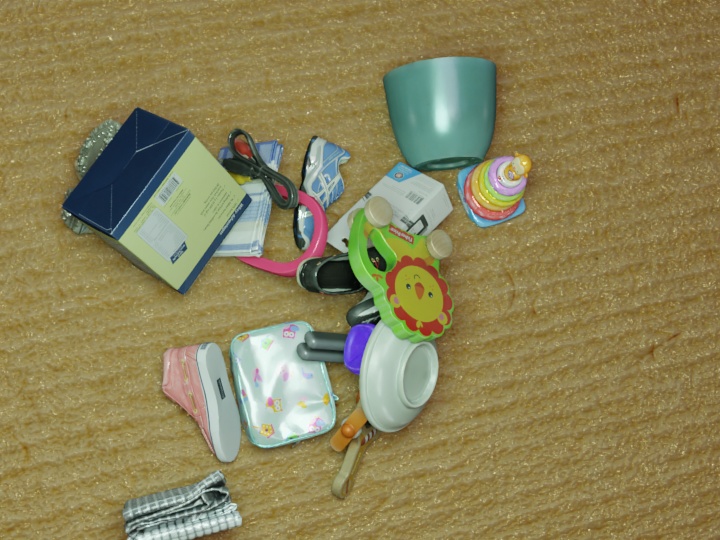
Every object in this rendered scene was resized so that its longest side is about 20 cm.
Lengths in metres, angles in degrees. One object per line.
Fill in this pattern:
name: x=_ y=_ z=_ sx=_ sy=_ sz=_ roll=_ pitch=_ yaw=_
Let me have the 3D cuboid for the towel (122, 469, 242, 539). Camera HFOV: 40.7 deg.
towel: x=-0.274 y=0.364 z=1.470 sx=0.165 sy=0.200 sz=0.086 roll=-13 pitch=80 yaw=-14

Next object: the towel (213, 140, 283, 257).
towel: x=-0.202 y=-0.118 z=1.627 sx=0.024 sy=0.146 sz=0.201 roll=26 pitch=68 yaw=-50

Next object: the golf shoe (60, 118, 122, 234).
golf shoe: x=-0.411 y=-0.151 z=1.577 sx=0.078 sy=0.097 sz=0.201 roll=44 pitch=116 yaw=36

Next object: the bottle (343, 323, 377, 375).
bottle: x=0.051 y=0.145 z=1.588 sx=0.065 sy=0.200 sz=0.084 roll=3 pitch=77 yaw=36

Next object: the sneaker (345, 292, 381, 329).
sneaker: x=0.034 y=0.042 z=1.636 sx=0.080 sy=0.074 sz=0.200 roll=50 pitch=40 yaw=12

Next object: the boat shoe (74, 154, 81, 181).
boat shoe: x=-0.381 y=-0.194 z=1.629 sx=0.199 sy=0.065 sz=0.072 roll=-23 pitch=84 yaw=-14

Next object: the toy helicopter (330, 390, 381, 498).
toy helicopter: x=-0.004 y=0.278 z=1.584 sx=0.079 sy=0.132 sz=0.201 roll=22 pitch=93 yaw=24

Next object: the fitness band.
fitness band: x=-0.137 y=-0.067 z=1.609 sx=0.199 sy=0.037 sz=0.144 roll=18 pitch=86 yaw=34

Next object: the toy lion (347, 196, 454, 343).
toy lion: x=0.064 y=0.010 z=1.503 sx=0.199 sy=0.069 sz=0.193 roll=27 pitch=55 yaw=-28

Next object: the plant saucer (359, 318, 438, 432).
plant saucer: x=0.075 y=0.159 z=1.525 sx=0.050 sy=0.200 sz=0.201 roll=9 pitch=72 yaw=36

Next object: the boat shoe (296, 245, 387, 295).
boat shoe: x=0.000 y=0.003 z=1.541 sx=0.200 sy=0.063 sz=0.074 roll=-7 pitch=99 yaw=-30

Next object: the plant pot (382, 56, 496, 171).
plant pot: x=0.144 y=-0.262 z=1.681 sx=0.199 sy=0.201 sz=0.162 roll=-5 pitch=86 yaw=-11

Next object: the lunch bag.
lunch bag: x=-0.125 y=0.190 z=1.596 sx=0.159 sy=0.077 sz=0.201 roll=-13 pitch=82 yaw=-14

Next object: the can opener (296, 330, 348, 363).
can opener: x=-0.024 y=0.123 z=1.607 sx=0.199 sy=0.053 sz=0.067 roll=4 pitch=37 yaw=-45

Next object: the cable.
cable: x=-0.160 y=-0.166 z=1.573 sx=0.199 sy=0.050 sz=0.098 roll=25 pitch=106 yaw=33

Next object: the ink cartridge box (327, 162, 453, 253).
ink cartridge box: x=0.047 y=-0.080 z=1.659 sx=0.200 sy=0.068 sz=0.116 roll=-44 pitch=48 yaw=-15

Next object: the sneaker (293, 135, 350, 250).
sneaker: x=-0.069 y=-0.131 z=1.670 sx=0.077 sy=0.076 sz=0.201 roll=13 pitch=81 yaw=-10

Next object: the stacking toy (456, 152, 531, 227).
stacking toy: x=0.249 y=-0.156 z=1.671 sx=0.109 sy=0.200 sz=0.117 roll=-20 pitch=84 yaw=-14

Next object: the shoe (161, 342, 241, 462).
shoe: x=-0.259 y=0.215 z=1.575 sx=0.090 sy=0.071 sz=0.201 roll=-6 pitch=102 yaw=24

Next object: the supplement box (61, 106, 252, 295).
supplement box: x=-0.315 y=-0.107 z=1.531 sx=0.134 sy=0.200 sz=0.201 roll=26 pitch=76 yaw=35
